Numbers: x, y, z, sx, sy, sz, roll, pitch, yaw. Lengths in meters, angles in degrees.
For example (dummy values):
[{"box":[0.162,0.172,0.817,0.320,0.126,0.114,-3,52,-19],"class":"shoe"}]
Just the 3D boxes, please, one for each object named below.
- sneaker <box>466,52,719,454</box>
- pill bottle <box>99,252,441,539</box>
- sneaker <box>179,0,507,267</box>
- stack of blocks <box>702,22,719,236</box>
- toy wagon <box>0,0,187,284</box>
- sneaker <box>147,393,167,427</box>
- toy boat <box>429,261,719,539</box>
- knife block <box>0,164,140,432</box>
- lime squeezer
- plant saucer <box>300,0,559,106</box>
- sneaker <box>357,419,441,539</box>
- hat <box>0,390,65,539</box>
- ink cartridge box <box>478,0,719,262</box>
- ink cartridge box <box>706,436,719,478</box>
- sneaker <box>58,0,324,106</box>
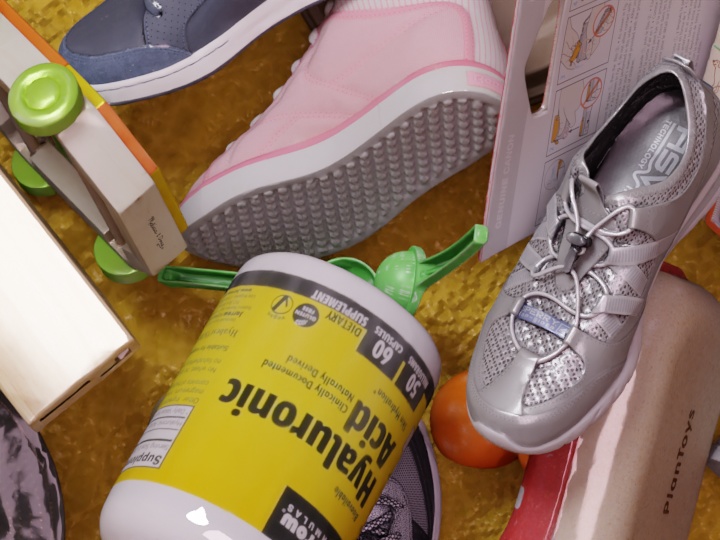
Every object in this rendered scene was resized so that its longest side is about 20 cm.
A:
[{"box":[0.101,-0.013,1.282,0.074,0.082,0.201,20,71,26],"class":"sneaker"},{"box":[-0.052,0.101,1.300,0.111,0.111,0.201,30,66,-4],"class":"pill bottle"},{"box":[-0.009,-0.079,1.369,0.075,0.200,0.105,27,47,-40],"class":"sneaker"},{"box":[0.238,-0.035,1.313,0.058,0.200,0.116,-11,131,-32],"class":"stack of blocks"},{"box":[-0.159,-0.080,1.330,0.040,0.155,0.200,-40,62,-10],"class":"toy wagon"},{"box":[-0.083,0.157,1.360,0.076,0.089,0.202,-3,90,22],"class":"sneaker"},{"box":[0.093,0.086,1.380,0.130,0.130,0.201,15,88,26],"class":"toy boat"},{"box":[-0.199,-0.036,1.323,0.064,0.200,0.176,-39,122,-2],"class":"knife block"},{"box":[0.000,0.000,1.356,0.071,0.199,0.038,45,53,-37],"class":"lime squeezer"},{"box":[0.057,-0.178,1.409,0.198,0.029,0.202,0,90,-5],"class":"plant saucer"},{"box":[0.004,0.152,1.363,0.075,0.114,0.202,5,90,-4],"class":"sneaker"},{"box":[-0.240,0.108,1.365,0.199,0.081,0.202,-1,99,-6],"class":"hat"},{"box":[0.111,-0.122,1.312,0.176,0.045,0.201,-23,132,-40],"class":"ink cartridge box"},{"box":[0.291,0.069,1.397,0.146,0.084,0.200,43,86,-3],"class":"ink cartridge box"},{"box":[-0.074,-0.173,1.303,0.201,0.077,0.146,-29,131,4],"class":"sneaker"}]
